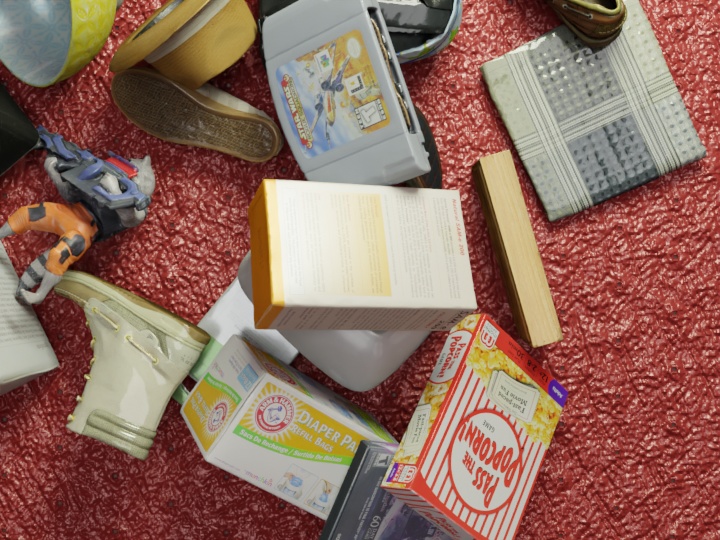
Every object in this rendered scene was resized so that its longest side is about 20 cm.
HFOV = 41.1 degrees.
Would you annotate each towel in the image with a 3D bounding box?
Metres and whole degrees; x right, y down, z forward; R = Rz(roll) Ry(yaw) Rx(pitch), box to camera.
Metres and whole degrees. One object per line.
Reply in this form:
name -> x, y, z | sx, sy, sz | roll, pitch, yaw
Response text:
towel -> 0.254, -0.178, 1.054 | 0.192, 0.035, 0.200 | -24, 93, 4

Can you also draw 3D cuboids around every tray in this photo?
tray -> 0.163, -0.022, 1.018 | 0.037, 0.099, 0.200 | -15, 91, 2

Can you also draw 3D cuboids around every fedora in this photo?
fedora -> -0.165, -0.244, 0.984 | 0.201, 0.201, 0.082 | -40, 112, 1

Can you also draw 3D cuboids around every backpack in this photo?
backpack -> 0.007, -0.282, 1.005 | 0.200, 0.154, 0.163 | -3, 88, 22

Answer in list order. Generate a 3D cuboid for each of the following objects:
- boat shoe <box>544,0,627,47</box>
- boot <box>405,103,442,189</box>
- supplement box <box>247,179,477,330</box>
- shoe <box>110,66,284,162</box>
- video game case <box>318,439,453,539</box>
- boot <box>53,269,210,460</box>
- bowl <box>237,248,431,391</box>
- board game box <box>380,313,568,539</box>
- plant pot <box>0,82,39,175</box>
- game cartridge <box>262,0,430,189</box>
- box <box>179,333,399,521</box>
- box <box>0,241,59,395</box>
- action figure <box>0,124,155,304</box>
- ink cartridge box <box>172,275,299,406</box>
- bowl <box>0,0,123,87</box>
boat shoe -> 0.202, -0.323, 1.013 | 0.200, 0.068, 0.072 | 41, 87, 14
boot -> 0.014, -0.143, 1.019 | 0.097, 0.075, 0.200 | -7, 133, 30
supplement box -> 0.000, -0.011, 0.908 | 0.200, 0.074, 0.126 | 2, 67, -19
shoe -> -0.176, -0.169, 1.047 | 0.200, 0.053, 0.070 | 23, 112, 4
video game case -> 0.055, 0.249, 0.995 | 0.200, 0.019, 0.143 | 14, 103, -36
boot -> -0.270, 0.094, 1.005 | 0.200, 0.072, 0.155 | 23, 84, 24
bowl -> 0.000, 0.000, 0.988 | 0.200, 0.075, 0.200 | 43, 61, 0
board game box -> 0.122, 0.169, 0.977 | 0.151, 0.046, 0.200 | 41, 61, -27
plant pot -> -0.488, -0.167, 0.958 | 0.199, 0.177, 0.200 | -40, 72, 0
game cartridge -> -0.021, -0.169, 0.927 | 0.133, 0.042, 0.200 | -19, 91, 28
box -> -0.067, 0.167, 0.977 | 0.200, 0.112, 0.101 | 34, 91, -28
box -> -0.453, 0.073, 0.974 | 0.199, 0.200, 0.171 | -26, 89, 0
action figure -> -0.308, -0.067, 1.023 | 0.193, 0.105, 0.200 | -35, 51, -20
ink cartridge box -> -0.119, 0.071, 1.041 | 0.104, 0.059, 0.200 | 39, 91, -1
bowl -> -0.313, -0.301, 1.002 | 0.108, 0.200, 0.200 | -27, 91, -42
